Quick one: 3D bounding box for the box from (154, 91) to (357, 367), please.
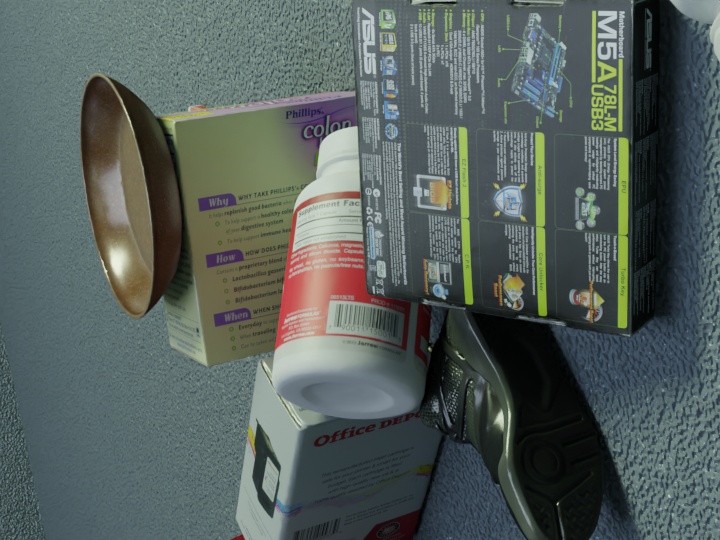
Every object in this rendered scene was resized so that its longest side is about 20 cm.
[{"bbox_3d":[-0.078,-0.040,1.067,0.097,0.175,0.201,16,115,62],"label":"box"}]

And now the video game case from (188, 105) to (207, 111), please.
[{"bbox_3d":[-0.134,-0.091,1.340,0.200,0.017,0.144,27,124,58],"label":"video game case"}]

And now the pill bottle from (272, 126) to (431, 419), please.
[{"bbox_3d":[0.000,0.000,0.942,0.112,0.112,0.201,136,144,-60],"label":"pill bottle"}]

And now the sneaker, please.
[{"bbox_3d":[0.102,0.113,0.888,0.114,0.076,0.200,116,138,-54],"label":"sneaker"}]

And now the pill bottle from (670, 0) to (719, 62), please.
[{"bbox_3d":[0.174,-0.183,0.566,0.114,0.114,0.201,-48,58,59],"label":"pill bottle"}]

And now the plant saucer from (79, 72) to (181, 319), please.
[{"bbox_3d":[-0.185,-0.062,1.033,0.200,0.036,0.201,36,131,56],"label":"plant saucer"}]

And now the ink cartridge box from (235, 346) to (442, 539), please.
[{"bbox_3d":[-0.016,0.153,1.058,0.083,0.145,0.201,53,145,39],"label":"ink cartridge box"}]

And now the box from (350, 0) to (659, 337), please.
[{"bbox_3d":[0.087,-0.071,0.782,0.192,0.047,0.201,7,110,31],"label":"box"}]

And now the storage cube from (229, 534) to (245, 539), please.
[{"bbox_3d":[-0.045,0.338,1.137,0.171,0.179,0.201,34,138,55],"label":"storage cube"}]
